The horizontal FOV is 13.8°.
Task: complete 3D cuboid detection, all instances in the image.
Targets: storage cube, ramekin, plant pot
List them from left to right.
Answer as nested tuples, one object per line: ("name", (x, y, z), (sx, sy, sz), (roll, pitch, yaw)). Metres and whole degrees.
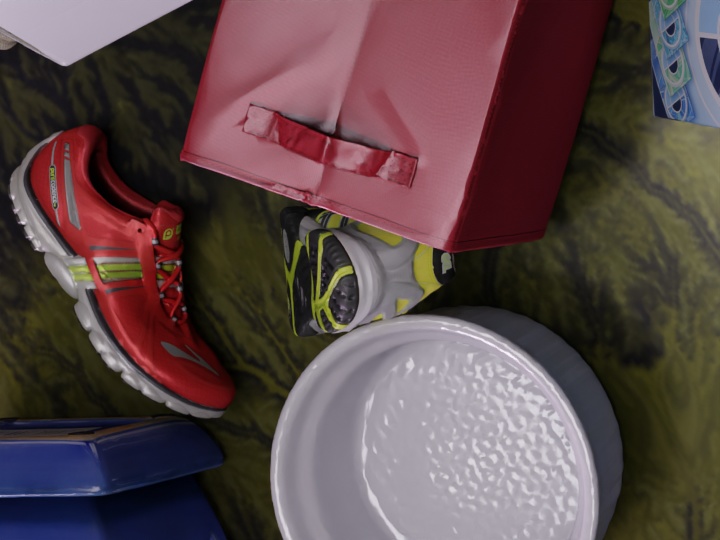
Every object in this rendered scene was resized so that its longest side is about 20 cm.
("plant pot", (-0.189, 0.182, 1.800), (0.199, 0.200, 0.181), (-2, 92, 22))
("storage cube", (0.027, -0.124, 1.651), (0.170, 0.200, 0.181), (19, 100, 18))
("ramekin", (0.057, 0.115, 1.735), (0.199, 0.098, 0.202), (4, 102, 21))

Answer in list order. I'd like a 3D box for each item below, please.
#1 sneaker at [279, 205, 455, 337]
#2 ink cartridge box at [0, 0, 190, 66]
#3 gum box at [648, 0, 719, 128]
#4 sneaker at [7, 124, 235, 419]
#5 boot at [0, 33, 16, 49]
("sneaker", (0.000, 0.000, 1.701), (0.076, 0.200, 0.076), (-9, 100, -12))
("ink cartridge box", (-0.134, -0.231, 1.633), (0.144, 0.084, 0.201), (-23, 49, 40))
("gum box", (0.216, -0.159, 1.577), (0.044, 0.200, 0.171), (-8, 101, -21))
("sneaker", (-0.134, -0.001, 1.804), (0.085, 0.077, 0.200), (-38, 85, 19))
("boot", (-0.224, -0.238, 1.773), (0.154, 0.072, 0.200), (-27, 108, 34))
